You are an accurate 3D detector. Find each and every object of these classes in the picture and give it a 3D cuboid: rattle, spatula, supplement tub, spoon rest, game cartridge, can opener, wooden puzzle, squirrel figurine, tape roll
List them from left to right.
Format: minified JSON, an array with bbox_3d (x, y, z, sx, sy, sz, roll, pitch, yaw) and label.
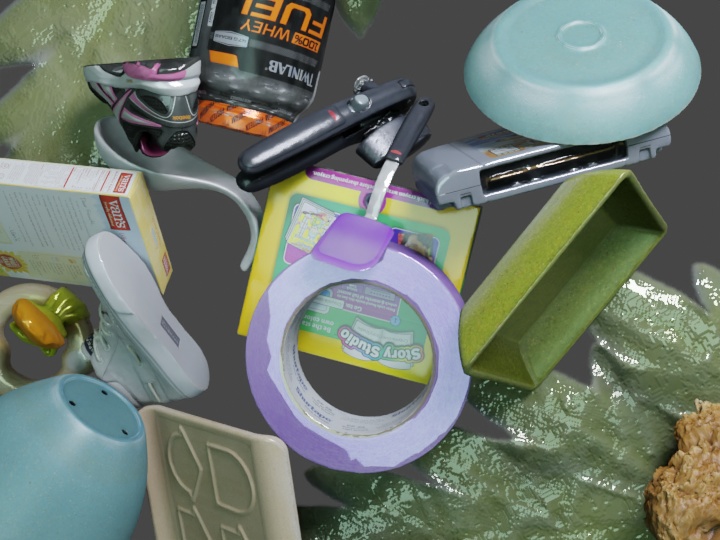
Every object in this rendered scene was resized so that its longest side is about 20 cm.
[{"bbox_3d":[-0.370,0.095,0.884,0.198,0.143,0.131,-16,109,4],"label":"rattle"},{"bbox_3d":[-0.168,-0.086,0.864,0.200,0.099,0.061,39,113,-5],"label":"spoon rest"},{"bbox_3d":[-0.128,0.226,0.861,0.199,0.046,0.187,3,106,40],"label":"wooden puzzle"},{"bbox_3d":[-0.089,-0.226,0.820,0.122,0.122,0.202,13,96,8],"label":"supplement tub"},{"bbox_3d":[-0.025,-0.124,0.807,0.199,0.064,0.079,-23,59,-29],"label":"can opener"},{"bbox_3d":[0.001,0.074,0.799,0.198,0.066,0.202,1,96,9],"label":"tape roll"},{"bbox_3d":[0.023,-0.079,0.783,0.056,0.021,0.201,19,64,17],"label":"spatula"},{"bbox_3d":[0.147,-0.102,0.779,0.198,0.133,0.042,-15,111,-3],"label":"game cartridge"},{"bbox_3d":[0.355,0.206,0.776,0.186,0.142,0.200,-40,90,3],"label":"squirrel figurine"}]

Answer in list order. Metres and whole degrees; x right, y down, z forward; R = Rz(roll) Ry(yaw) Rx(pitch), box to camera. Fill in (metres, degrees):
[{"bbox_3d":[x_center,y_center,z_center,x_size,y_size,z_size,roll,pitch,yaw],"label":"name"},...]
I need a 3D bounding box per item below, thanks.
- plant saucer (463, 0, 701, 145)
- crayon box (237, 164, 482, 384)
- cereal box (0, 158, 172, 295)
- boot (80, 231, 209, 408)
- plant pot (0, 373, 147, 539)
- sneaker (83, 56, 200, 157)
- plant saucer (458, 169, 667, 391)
[{"bbox_3d":[0.186,-0.186,0.758,0.198,0.036,0.201,-5,50,6],"label":"plant saucer"},{"bbox_3d":[0.000,0.000,0.854,0.198,0.058,0.174,14,97,7],"label":"crayon box"},{"bbox_3d":[-0.292,-0.043,0.865,0.198,0.144,0.040,6,51,7],"label":"cereal box"},{"bbox_3d":[-0.231,0.059,0.856,0.095,0.074,0.201,-18,123,13],"label":"boot"},{"bbox_3d":[-0.278,0.178,0.837,0.200,0.200,0.135,40,102,4],"label":"plant pot"},{"bbox_3d":[-0.200,-0.147,0.817,0.080,0.200,0.087,-10,105,-24],"label":"sneaker"},{"bbox_3d":[0.168,0.007,0.773,0.048,0.199,0.200,42,99,28],"label":"plant saucer"}]
